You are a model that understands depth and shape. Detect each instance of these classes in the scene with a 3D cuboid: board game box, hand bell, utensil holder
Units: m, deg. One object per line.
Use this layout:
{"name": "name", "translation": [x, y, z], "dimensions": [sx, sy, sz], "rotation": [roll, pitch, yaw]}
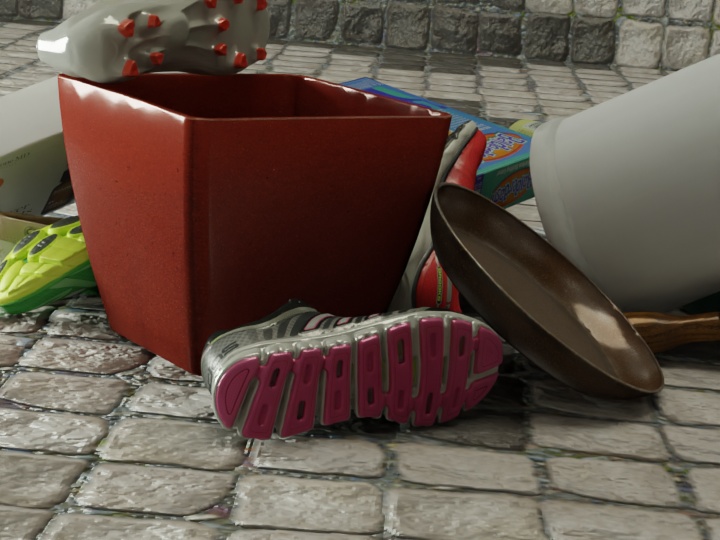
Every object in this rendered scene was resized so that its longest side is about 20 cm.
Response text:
{"name": "board game box", "translation": [0.042, -0.103, 1.574], "dimensions": [0.200, 0.045, 0.152], "rotation": [23, 24, 28]}
{"name": "hand bell", "translation": [0.251, 0.041, 1.336], "dimensions": [0.199, 0.104, 0.104], "rotation": [-7, 11, 9]}
{"name": "utensil holder", "translation": [0.250, -0.067, 1.390], "dimensions": [0.200, 0.170, 0.170], "rotation": [-23, -1, 27]}

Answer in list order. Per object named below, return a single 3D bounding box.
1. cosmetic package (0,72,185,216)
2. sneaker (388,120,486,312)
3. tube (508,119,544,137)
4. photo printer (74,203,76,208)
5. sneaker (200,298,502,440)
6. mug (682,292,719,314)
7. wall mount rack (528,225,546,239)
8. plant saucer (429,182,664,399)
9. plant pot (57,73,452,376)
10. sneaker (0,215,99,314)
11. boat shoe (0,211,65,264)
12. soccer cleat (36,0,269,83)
{"name": "cosmetic package", "translation": [-0.245, -0.095, 1.485], "dimensions": [0.200, 0.052, 0.151], "rotation": [-26, -16, -31]}
{"name": "sneaker", "translation": [0.063, -0.026, 1.407], "dimensions": [0.085, 0.077, 0.200], "rotation": [34, 49, -15]}
{"name": "tube", "translation": [0.200, -0.083, 1.588], "dimensions": [0.052, 0.058, 0.200], "rotation": [14, 4, -41]}
{"name": "photo printer", "translation": [-0.124, -0.064, 1.653], "dimensions": [0.200, 0.070, 0.166], "rotation": [13, 15, 32]}
{"name": "sneaker", "translation": [-0.010, 0.052, 1.155], "dimensions": [0.199, 0.074, 0.087], "rotation": [-7, 22, -26]}
{"name": "mug", "translation": [0.334, -0.026, 1.535], "dimensions": [0.152, 0.115, 0.185], "rotation": [4, 13, -1]}
{"name": "wall mount rack", "translation": [0.173, -0.039, 1.634], "dimensions": [0.173, 0.075, 0.200], "rotation": [12, 15, 16]}
{"name": "plant saucer", "translation": [0.117, 0.019, 1.254], "dimensions": [0.200, 0.032, 0.200], "rotation": [37, 18, -14]}
{"name": "plant pot", "translation": [-0.080, -0.033, 1.281], "dimensions": [0.200, 0.177, 0.200], "rotation": [-3, 14, -34]}
{"name": "sneaker", "translation": [-0.171, -0.005, 1.371], "dimensions": [0.200, 0.084, 0.074], "rotation": [-22, 25, -23]}
{"name": "boat shoe", "translation": [-0.188, -0.020, 1.443], "dimensions": [0.200, 0.065, 0.072], "rotation": [-3, 14, -31]}
{"name": "soccer cleat", "translation": [-0.136, -0.166, 1.305], "dimensions": [0.077, 0.070, 0.200], "rotation": [8, 15, 32]}
